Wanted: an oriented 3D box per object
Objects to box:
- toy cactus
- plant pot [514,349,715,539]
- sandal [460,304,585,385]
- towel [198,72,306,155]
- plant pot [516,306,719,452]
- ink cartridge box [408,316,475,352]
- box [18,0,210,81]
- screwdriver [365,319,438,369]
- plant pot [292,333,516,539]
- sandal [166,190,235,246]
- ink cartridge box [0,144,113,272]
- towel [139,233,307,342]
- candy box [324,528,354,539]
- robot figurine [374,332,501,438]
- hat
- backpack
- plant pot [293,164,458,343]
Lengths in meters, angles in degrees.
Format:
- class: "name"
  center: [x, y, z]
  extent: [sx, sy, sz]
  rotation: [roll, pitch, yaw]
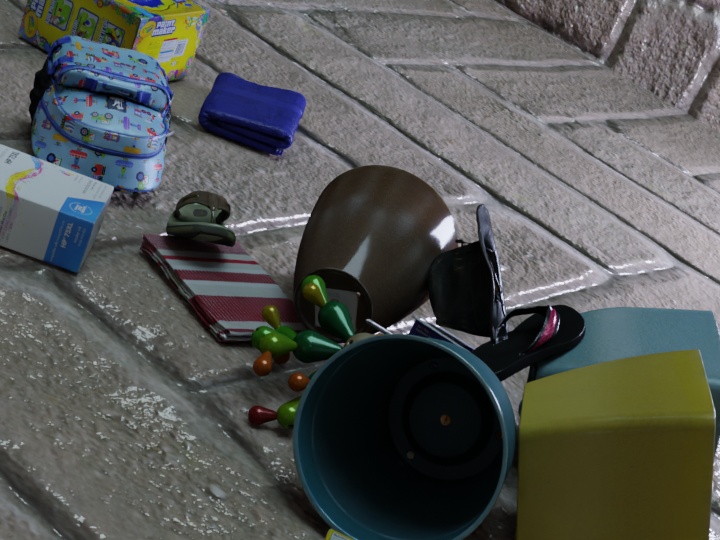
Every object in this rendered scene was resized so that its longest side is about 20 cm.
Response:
- class: "toy cactus"
  center: [-0.034, 0.092, 1.469]
  extent: [0.165, 0.102, 0.200]
  rotation: [6, 37, 5]
- class: "plant pot"
  center: [0.241, 0.196, 1.364]
  extent: [0.176, 0.200, 0.200]
  rotation: [1, 15, 9]
- class: "sandal"
  center: [0.175, 0.067, 1.497]
  extent: [0.075, 0.045, 0.200]
  rotation: [9, 22, 39]
- class: "towel"
  center: [-0.164, -0.237, 2.144]
  extent: [0.147, 0.050, 0.200]
  rotation: [15, 24, -3]
- class: "plant pot"
  center: [0.279, 0.152, 1.556]
  extent: [0.200, 0.197, 0.196]
  rotation: [9, 23, 3]
- class: "ink cartridge box"
  center: [0.107, 0.095, 1.599]
  extent: [0.095, 0.037, 0.200]
  rotation: [33, 0, 14]
- class: "box"
  center: [-0.372, -0.376, 2.141]
  extent: [0.192, 0.122, 0.200]
  rotation: [29, 23, 15]
- class: "screwdriver"
  center: [0.060, 0.080, 1.446]
  extent: [0.028, 0.029, 0.200]
  rotation: [9, -20, 37]
- class: "plant pot"
  center: [0.060, 0.154, 1.346]
  extent: [0.200, 0.200, 0.188]
  rotation: [30, 10, 14]
- class: "sandal"
  center: [-0.190, -0.070, 1.682]
  extent: [0.080, 0.057, 0.201]
  rotation: [10, 11, -13]
- class: "ink cartridge box"
  center: [-0.386, -0.080, 1.557]
  extent: [0.200, 0.067, 0.116]
  rotation: [20, 23, -7]
- class: "towel"
  center: [-0.150, 0.022, 1.624]
  extent: [0.144, 0.023, 0.200]
  rotation: [3, 32, -43]
- class: "candy box"
  center: [0.048, 0.298, 1.212]
  extent: [0.200, 0.026, 0.102]
  rotation: [25, 21, 3]
- class: "robot figurine"
  center: [0.058, 0.133, 1.534]
  extent: [0.200, 0.058, 0.145]
  rotation: [32, 22, 19]
- class: "hat"
  center: [0.120, 0.024, 1.607]
  extent: [0.081, 0.201, 0.201]
  rotation: [-8, 22, 9]
- class: "backpack"
  center: [-0.322, -0.187, 1.770]
  extent: [0.182, 0.135, 0.200]
  rotation: [14, 28, -20]
- class: "plant pot"
  center: [0.000, 0.000, 1.634]
  extent: [0.187, 0.187, 0.200]
  rotation: [26, 30, 5]
